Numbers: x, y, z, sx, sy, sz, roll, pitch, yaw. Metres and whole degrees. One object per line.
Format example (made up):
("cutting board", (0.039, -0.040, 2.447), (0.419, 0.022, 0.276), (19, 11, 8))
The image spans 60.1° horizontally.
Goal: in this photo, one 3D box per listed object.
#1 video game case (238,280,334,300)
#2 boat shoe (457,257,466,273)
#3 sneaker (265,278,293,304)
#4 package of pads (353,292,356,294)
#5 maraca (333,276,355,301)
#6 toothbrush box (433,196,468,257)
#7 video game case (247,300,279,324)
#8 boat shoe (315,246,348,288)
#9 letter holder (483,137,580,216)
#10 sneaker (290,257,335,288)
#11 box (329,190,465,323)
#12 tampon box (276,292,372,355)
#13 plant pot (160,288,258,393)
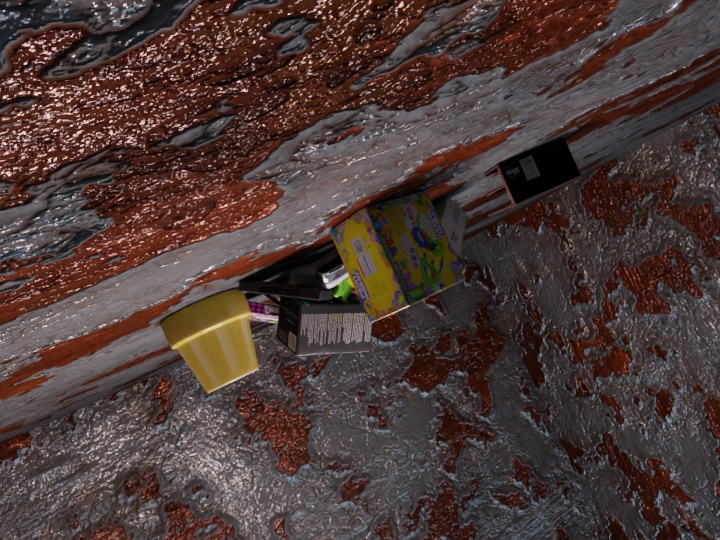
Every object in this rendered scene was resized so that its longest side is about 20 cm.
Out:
("video game case", (-0.161, 0.046, 1.415), (0.178, 0.026, 0.200), (6, 180, 7))
("boat shoe", (0.150, 0.002, 1.484), (0.198, 0.060, 0.072), (-13, -141, 18))
("sneaker", (-0.209, 0.051, 1.683), (0.085, 0.072, 0.200), (-58, 171, -7))
("package of pads", (-0.066, 0.066, 1.776), (0.120, 0.076, 0.200), (-23, -140, -26))
("maraca", (-0.005, -0.009, 1.522), (0.106, 0.138, 0.200), (15, -142, 34))
("toothbrush box", (0.164, -0.074, 1.576), (0.199, 0.086, 0.147), (-28, -148, 43))
("video game case", (-0.245, 0.117, 1.685), (0.198, 0.036, 0.181), (10, 168, -13))
("boat shoe", (-0.026, -0.042, 1.415), (0.198, 0.074, 0.068), (-34, 150, -18))
("letter holder", (0.392, -0.218, 1.487), (0.198, 0.101, 0.142), (-23, 178, -19))
("sneaker", (-0.091, 0.000, 1.583), (0.198, 0.081, 0.076), (3, 155, -35))
("box", (0.077, -0.031, 1.239), (0.192, 0.202, 0.122), (-20, 174, -43))
("tampon box", (-0.089, 0.126, 1.553), (0.198, 0.128, 0.150), (2, -169, -28))
("plant pot", (-0.329, 0.168, 1.430), (0.199, 0.191, 0.201), (-24, 175, -2))
